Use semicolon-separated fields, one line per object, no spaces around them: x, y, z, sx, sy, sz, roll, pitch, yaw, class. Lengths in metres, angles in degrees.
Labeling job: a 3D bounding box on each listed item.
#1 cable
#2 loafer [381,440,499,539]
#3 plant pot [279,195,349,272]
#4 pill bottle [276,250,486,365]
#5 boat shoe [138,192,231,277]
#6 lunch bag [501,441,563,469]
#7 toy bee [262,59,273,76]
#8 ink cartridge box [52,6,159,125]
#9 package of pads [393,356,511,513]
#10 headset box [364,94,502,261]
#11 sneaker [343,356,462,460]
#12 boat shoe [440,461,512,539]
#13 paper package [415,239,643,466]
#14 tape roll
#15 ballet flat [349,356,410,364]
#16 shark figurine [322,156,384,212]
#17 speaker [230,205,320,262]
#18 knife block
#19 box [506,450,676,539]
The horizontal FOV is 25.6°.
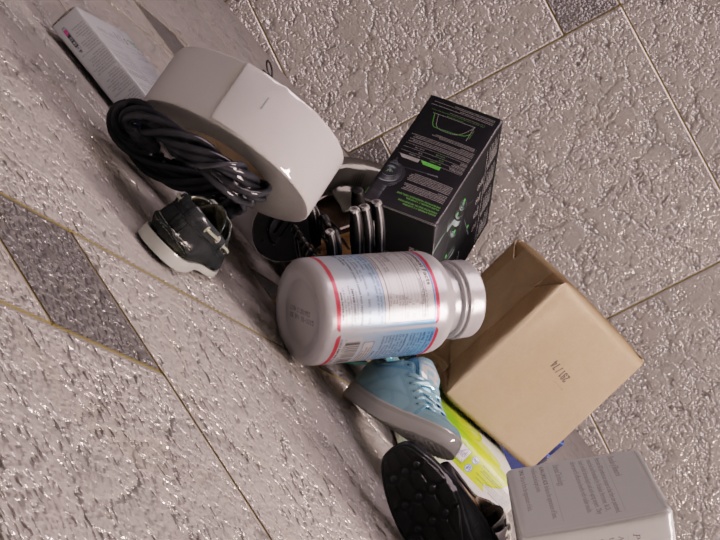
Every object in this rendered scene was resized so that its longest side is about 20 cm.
-0.167;-0.112;1.539;0.163;0.051;0.200;43;-14;-19;cable
0.084;0.242;1.440;0.201;0.068;0.070;57;10;-1;loafer
-0.011;-0.022;1.929;0.187;0.187;0.200;52;23;17;plant pot
0.023;0.035;1.619;0.200;0.109;0.109;-4;40;-31;pill bottle
-0.149;-0.037;1.492;0.076;0.060;0.200;47;6;-1;boat shoe
0.170;0.186;2.022;0.200;0.132;0.136;41;11;-47;lunch bag
-0.145;-0.164;2.143;0.131;0.109;0.200;55;22;-74;toy bee
-0.252;-0.202;1.824;0.200;0.043;0.196;53;6;6;ink cartridge box
0.101;0.195;1.808;0.155;0.068;0.200;46;8;-16;package of pads
0.074;-0.062;1.789;0.093;0.200;0.174;21;-38;15;headset box
0.051;0.126;1.606;0.074;0.082;0.200;36;-5;-32;sneaker
0.119;0.258;1.607;0.200;0.060;0.074;45;9;-35;boat shoe
0.190;0.098;1.810;0.200;0.191;0.103;43;5;-41;paper package
-0.118;-0.134;1.576;0.202;0.071;0.202;30;-16;10;tape roll
0.056;0.069;1.855;0.200;0.062;0.067;-5;14;-39;ballet flat
-0.048;-0.113;1.835;0.128;0.090;0.214;13;22;22;shark figurine
-0.113;-0.079;1.757;0.081;0.081;0.200;45;-1;-30;speaker
0.000;0.000;1.701;0.200;0.176;0.064;23;25;-44;knife block
0.215;0.288;1.425;0.200;0.131;0.199;-80;160;-81;box
